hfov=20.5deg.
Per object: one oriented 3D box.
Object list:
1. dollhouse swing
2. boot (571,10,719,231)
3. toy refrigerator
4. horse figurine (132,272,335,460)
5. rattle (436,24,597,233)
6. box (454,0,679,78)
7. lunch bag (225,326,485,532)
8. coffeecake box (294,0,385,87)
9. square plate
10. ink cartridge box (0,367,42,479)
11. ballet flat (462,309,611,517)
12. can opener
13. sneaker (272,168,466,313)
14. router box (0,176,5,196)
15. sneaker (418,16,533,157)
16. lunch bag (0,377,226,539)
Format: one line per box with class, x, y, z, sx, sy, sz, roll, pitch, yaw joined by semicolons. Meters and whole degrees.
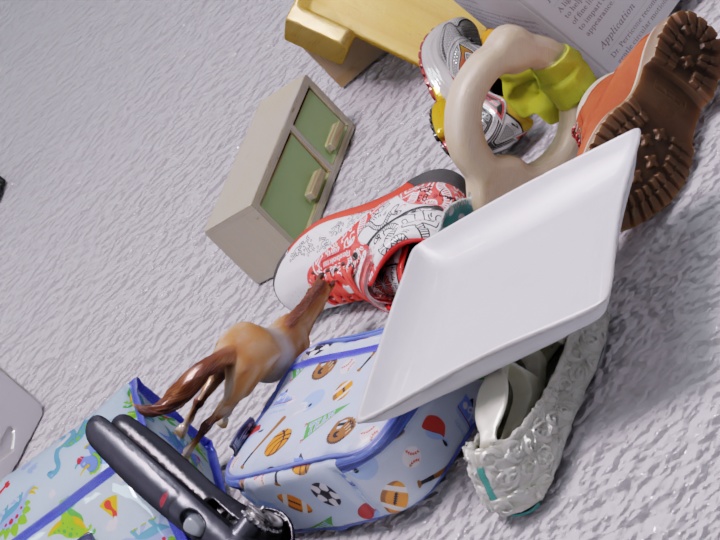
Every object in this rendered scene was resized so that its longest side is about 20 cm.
dollhouse swing;0.050;-0.281;1.902;0.200;0.176;0.182;-63;1;-3
boot;0.188;-0.092;1.444;0.107;0.075;0.200;-31;22;52
toy refrigerator;-0.071;-0.088;1.853;0.070;0.076;0.200;-28;27;34
horse figurine;-0.086;0.077;1.506;0.133;0.050;0.200;-59;-20;20
rattle;0.088;-0.091;1.543;0.143;0.130;0.200;23;95;47
box;0.183;-0.279;1.642;0.199;0.131;0.200;-54;23;-1
lunch bag;-0.002;0.104;1.418;0.200;0.076;0.160;-13;36;50
coffeecake box;0.010;-0.298;2.071;0.153;0.073;0.200;-39;23;16
square plate;0.098;0.008;1.310;0.200;0.028;0.198;-28;24;31
ink cartridge box;-0.426;0.190;1.972;0.200;0.084;0.145;-27;28;36
ballet flat;0.113;0.069;1.293;0.072;0.072;0.200;-26;29;38
can opener;-0.121;0.162;1.393;0.200;0.063;0.079;39;100;24
sneaker;0.000;-0.001;1.597;0.201;0.067;0.108;-29;25;27
router box;-0.597;-0.102;2.667;0.200;0.150;0.062;-34;25;22
sneaker;0.105;-0.155;1.685;0.082;0.078;0.200;-33;35;17
lunch bag;-0.192;0.209;1.511;0.170;0.127;0.200;-37;38;13
